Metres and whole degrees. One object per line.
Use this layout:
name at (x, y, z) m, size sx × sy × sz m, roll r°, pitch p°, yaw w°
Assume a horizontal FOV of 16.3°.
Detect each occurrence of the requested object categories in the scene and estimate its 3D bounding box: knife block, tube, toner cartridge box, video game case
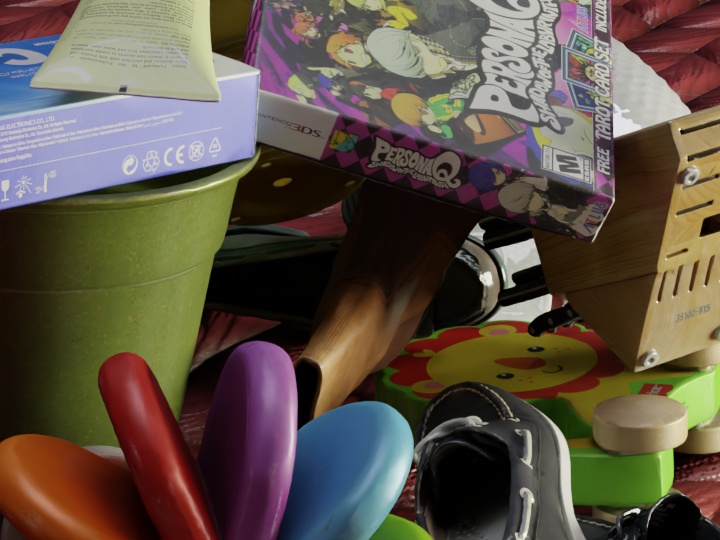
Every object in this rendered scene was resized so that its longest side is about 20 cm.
knife block at (0.124, -0.043, 1.289) m, size 0.064 × 0.201 × 0.176 m, roll -18°, pitch 46°, yaw -26°
tube at (-0.095, -0.108, 1.093) m, size 0.058 × 0.052 × 0.200 m, roll -35°, pitch 19°, yaw 13°
toner cartridge box at (-0.147, -0.065, 1.086) m, size 0.095 × 0.043 × 0.200 m, roll 23°, pitch 26°, yaw 39°
video game case at (0.035, -0.115, 1.224) m, size 0.180 × 0.036 × 0.201 m, roll 16°, pitch 43°, yaw -10°

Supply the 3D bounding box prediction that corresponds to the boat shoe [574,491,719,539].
boat shoe at (0.141, 0.133, 1.115) m, size 0.074 × 0.066 × 0.199 m, roll -11°, pitch 24°, yaw -34°

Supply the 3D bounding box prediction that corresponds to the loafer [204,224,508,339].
loafer at (-0.014, 0.011, 1.438) m, size 0.199 × 0.072 × 0.063 m, roll 3°, pitch 16°, yaw 32°

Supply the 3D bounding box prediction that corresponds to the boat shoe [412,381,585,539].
boat shoe at (0.054, 0.101, 1.147) m, size 0.060 × 0.074 × 0.200 m, roll 44°, pitch 17°, yaw -26°

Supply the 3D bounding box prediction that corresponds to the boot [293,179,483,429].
boot at (0.000, 0.000, 1.252) m, size 0.068 × 0.189 × 0.200 m, roll 32°, pitch 33°, yaw 5°

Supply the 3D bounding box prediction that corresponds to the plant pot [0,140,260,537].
plant pot at (-0.151, 0.027, 1.176) m, size 0.199 × 0.191 × 0.200 m, roll 4°, pitch 18°, yaw -1°

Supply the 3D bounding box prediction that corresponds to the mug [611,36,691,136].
mug at (0.130, -0.078, 1.552) m, size 0.148 × 0.200 × 0.175 m, roll -41°, pitch 39°, yaw -1°

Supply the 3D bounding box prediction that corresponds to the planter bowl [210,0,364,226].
planter bowl at (-0.049, -0.079, 1.333) m, size 0.199 × 0.084 × 0.201 m, roll -12°, pitch -20°, yaw -4°

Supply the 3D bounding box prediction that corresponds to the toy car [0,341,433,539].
toy car at (-0.061, 0.102, 1.037) m, size 0.199 × 0.151 × 0.175 m, roll 0°, pitch 19°, yaw -12°

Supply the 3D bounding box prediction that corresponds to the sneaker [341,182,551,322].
sneaker at (0.052, -0.015, 1.537) m, size 0.070 × 0.099 × 0.200 m, roll -16°, pitch 57°, yaw -24°

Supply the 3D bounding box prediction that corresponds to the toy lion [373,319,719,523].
toy lion at (0.093, 0.071, 1.313) m, size 0.191 × 0.069 × 0.200 m, roll 3°, pitch 18°, yaw 19°
